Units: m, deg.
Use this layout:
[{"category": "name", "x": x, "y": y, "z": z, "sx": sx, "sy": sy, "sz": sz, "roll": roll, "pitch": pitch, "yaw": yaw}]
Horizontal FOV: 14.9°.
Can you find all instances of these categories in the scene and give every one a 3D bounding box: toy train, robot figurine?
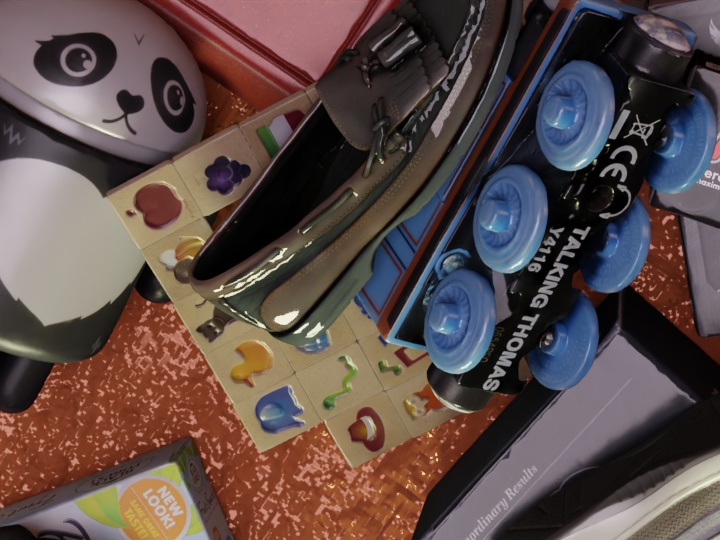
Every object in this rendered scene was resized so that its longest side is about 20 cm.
[{"category": "toy train", "x": 0.073, "y": -0.037, "z": 1.195, "sx": 0.086, "sy": 0.114, "sz": 0.200, "roll": 10, "pitch": 119, "yaw": -35}, {"category": "robot figurine", "x": -0.150, "y": -0.036, "z": 1.276, "sx": 0.125, "sy": 0.150, "sz": 0.201, "roll": 31, "pitch": 104, "yaw": 16}]

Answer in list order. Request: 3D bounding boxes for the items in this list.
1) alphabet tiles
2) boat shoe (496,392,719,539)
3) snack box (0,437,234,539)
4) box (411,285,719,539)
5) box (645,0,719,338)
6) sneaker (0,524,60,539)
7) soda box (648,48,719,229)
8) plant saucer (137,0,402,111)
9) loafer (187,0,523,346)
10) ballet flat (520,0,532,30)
[{"category": "alphabet tiles", "x": 0.000, "y": 0.000, "z": 1.272, "sx": 0.167, "sy": 0.008, "sz": 0.200, "roll": -27, "pitch": 125, "yaw": 2}, {"category": "boat shoe", "x": 0.149, "y": 0.103, "z": 1.188, "sx": 0.202, "sy": 0.074, "sz": 0.065, "roll": -32, "pitch": 102, "yaw": 15}, {"category": "snack box", "x": -0.150, "y": 0.184, "z": 1.356, "sx": 0.199, "sy": 0.053, "sz": 0.143, "roll": -21, "pitch": 99, "yaw": 10}, {"category": "box", "x": 0.145, "y": 0.132, "z": 1.282, "sx": 0.200, "sy": 0.107, "sz": 0.149, "roll": 42, "pitch": 103, "yaw": -3}, {"category": "box", "x": 0.240, "y": -0.063, "z": 1.263, "sx": 0.199, "sy": 0.048, "sz": 0.159, "roll": -10, "pitch": 99, "yaw": 8}, {"category": "sneaker", "x": -0.151, "y": 0.223, "z": 1.299, "sx": 0.079, "sy": 0.075, "sz": 0.201, "roll": 8, "pitch": 102, "yaw": 3}, {"category": "soda box", "x": 0.230, "y": -0.033, "z": 1.213, "sx": 0.199, "sy": 0.063, "sz": 0.071, "roll": 18, "pitch": 102, "yaw": 4}, {"category": "plant saucer", "x": -0.038, "y": -0.182, "z": 1.281, "sx": 0.200, "sy": 0.037, "sz": 0.200, "roll": 34, "pitch": 103, "yaw": 0}, {"category": "loafer", "x": -0.003, "y": -0.053, "z": 1.189, "sx": 0.063, "sy": 0.072, "sz": 0.200, "roll": 19, "pitch": 117, "yaw": -30}, {"category": "ballet flat", "x": 0.046, "y": -0.092, "z": 1.266, "sx": 0.071, "sy": 0.071, "sz": 0.200, "roll": 40, "pitch": 104, "yaw": -2}]
